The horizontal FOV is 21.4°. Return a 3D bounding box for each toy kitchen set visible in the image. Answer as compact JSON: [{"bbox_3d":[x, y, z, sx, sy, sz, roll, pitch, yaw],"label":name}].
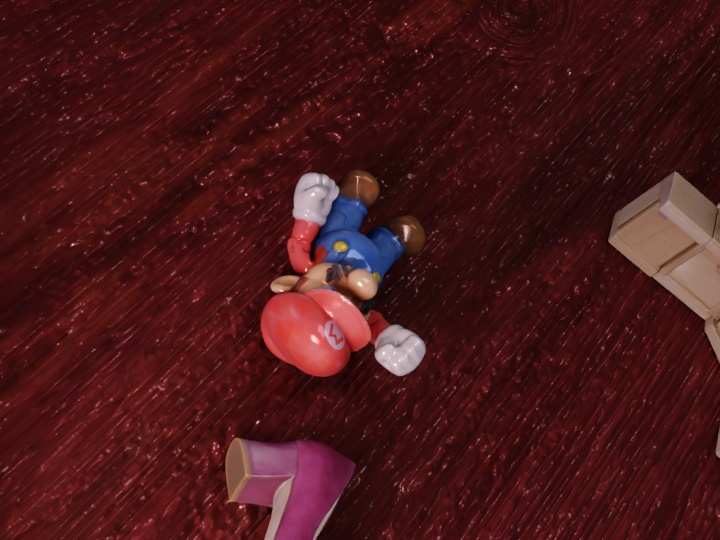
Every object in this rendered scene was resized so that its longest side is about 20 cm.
[{"bbox_3d":[0.331,0.026,1.637,0.200,0.163,0.181,38,43,-16],"label":"toy kitchen set"}]

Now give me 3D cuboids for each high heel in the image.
[{"bbox_3d":[-0.033,0.199,1.258,0.095,0.068,0.201,10,43,-25],"label":"high heel"}]

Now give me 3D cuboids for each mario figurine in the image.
[{"bbox_3d":[0.000,0.000,1.390,0.123,0.107,0.200,14,36,8],"label":"mario figurine"}]
